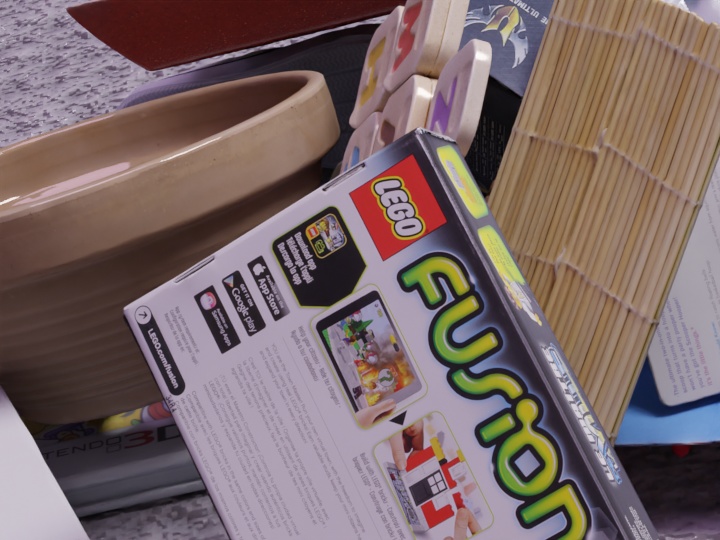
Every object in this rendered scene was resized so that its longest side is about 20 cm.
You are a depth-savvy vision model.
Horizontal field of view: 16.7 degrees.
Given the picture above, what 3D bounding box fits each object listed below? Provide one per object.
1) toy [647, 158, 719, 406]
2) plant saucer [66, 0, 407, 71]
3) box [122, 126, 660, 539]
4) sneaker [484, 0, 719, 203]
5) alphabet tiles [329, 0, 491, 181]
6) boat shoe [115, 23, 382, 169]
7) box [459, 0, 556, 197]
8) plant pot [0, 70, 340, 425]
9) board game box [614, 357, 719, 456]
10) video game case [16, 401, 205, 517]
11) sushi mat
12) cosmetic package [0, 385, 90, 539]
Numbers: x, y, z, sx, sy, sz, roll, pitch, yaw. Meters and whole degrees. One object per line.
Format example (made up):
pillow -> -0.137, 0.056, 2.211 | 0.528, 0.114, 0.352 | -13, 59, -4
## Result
toy -> 0.187, -0.032, 0.871 | 0.199, 0.116, 0.047 | -16, -10, 5
plant saucer -> 0.001, -0.127, 1.074 | 0.199, 0.037, 0.200 | -12, 5, 20
box -> 0.021, 0.073, 0.707 | 0.110, 0.201, 0.035 | -30, -14, 17
sneaker -> 0.128, -0.048, 0.928 | 0.108, 0.070, 0.200 | 34, 78, 10
alphabet tiles -> 0.000, 0.000, 0.836 | 0.015, 0.201, 0.196 | 15, -13, -11
boat shoe -> -0.019, -0.083, 1.138 | 0.199, 0.072, 0.062 | -3, 25, 20
box -> 0.088, -0.116, 0.984 | 0.051, 0.200, 0.158 | 33, 82, 9
plant pot -> -0.096, -0.002, 0.933 | 0.200, 0.093, 0.201 | -16, 11, 3
board game box -> 0.146, 0.030, 0.902 | 0.199, 0.039, 0.158 | -4, 32, 22
video game case -> -0.102, 0.035, 1.013 | 0.181, 0.023, 0.200 | -13, 29, 1
sushi mat -> 0.071, 0.002, 0.847 | 0.012, 0.201, 0.096 | 10, 13, -38
cosmetic package -> -0.134, 0.126, 0.805 | 0.113, 0.081, 0.200 | -23, 31, -15
